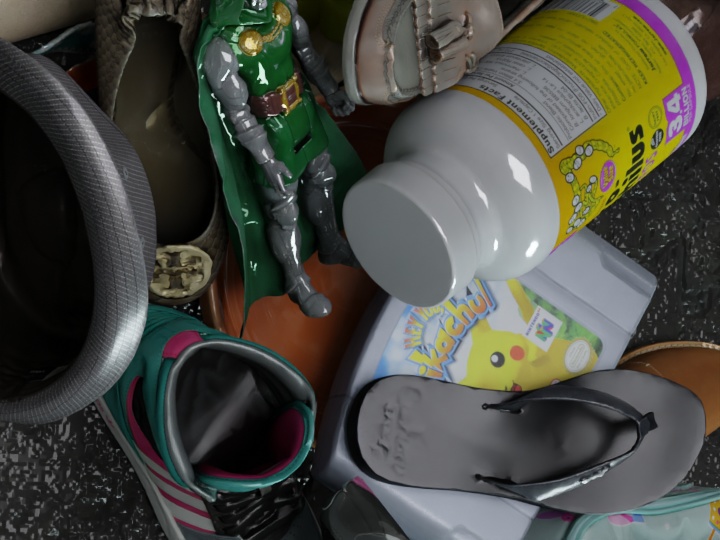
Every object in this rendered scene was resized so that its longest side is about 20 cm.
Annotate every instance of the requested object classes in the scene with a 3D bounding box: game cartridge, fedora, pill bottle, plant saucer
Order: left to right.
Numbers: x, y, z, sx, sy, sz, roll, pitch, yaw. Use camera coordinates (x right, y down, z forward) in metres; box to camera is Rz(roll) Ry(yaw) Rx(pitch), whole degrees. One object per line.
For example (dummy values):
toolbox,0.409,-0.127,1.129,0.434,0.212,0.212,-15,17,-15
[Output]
fedora,-0.161,-0.032,0.965,0.090,0.176,0.201,-37,109,-56
plant saucer,0.000,0.000,1.120,0.200,0.032,0.201,0,90,-31
game cartridge,0.063,0.051,1.104,0.133,0.040,0.200,33,73,-9
pill bottle,0.083,-0.063,1.052,0.200,0.104,0.105,-38,110,-33

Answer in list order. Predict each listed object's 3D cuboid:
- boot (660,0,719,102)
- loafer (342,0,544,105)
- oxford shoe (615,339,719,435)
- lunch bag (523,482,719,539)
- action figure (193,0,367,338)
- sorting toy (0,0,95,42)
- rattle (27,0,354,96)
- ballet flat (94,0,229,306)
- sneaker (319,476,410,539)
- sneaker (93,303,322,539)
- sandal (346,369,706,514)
boot,0.189,-0.116,1.226,0.200,0.072,0.166,44,81,-26
loafer,0.051,-0.136,1.024,0.200,0.063,0.072,-50,144,-56
oxford shoe,0.159,0.087,1.196,0.199,0.071,0.072,-15,97,-31
lunch bag,0.151,0.196,1.166,0.200,0.077,0.161,-1,97,-47
action figure,-0.040,-0.070,1.002,0.118,0.055,0.200,-51,141,-34
sorting toy,-0.221,-0.198,0.977,0.185,0.036,0.201,-21,102,-30
rattle,-0.089,-0.151,1.056,0.199,0.143,0.130,-25,149,9
ballet flat,-0.097,-0.066,0.995,0.067,0.046,0.201,-6,120,-11
sneaker,-0.003,0.195,1.059,0.086,0.080,0.200,-29,137,-18
sneaker,-0.056,0.102,1.033,0.084,0.121,0.200,-41,111,-20
sandal,0.093,0.090,1.068,0.199,0.043,0.076,0,83,-20
